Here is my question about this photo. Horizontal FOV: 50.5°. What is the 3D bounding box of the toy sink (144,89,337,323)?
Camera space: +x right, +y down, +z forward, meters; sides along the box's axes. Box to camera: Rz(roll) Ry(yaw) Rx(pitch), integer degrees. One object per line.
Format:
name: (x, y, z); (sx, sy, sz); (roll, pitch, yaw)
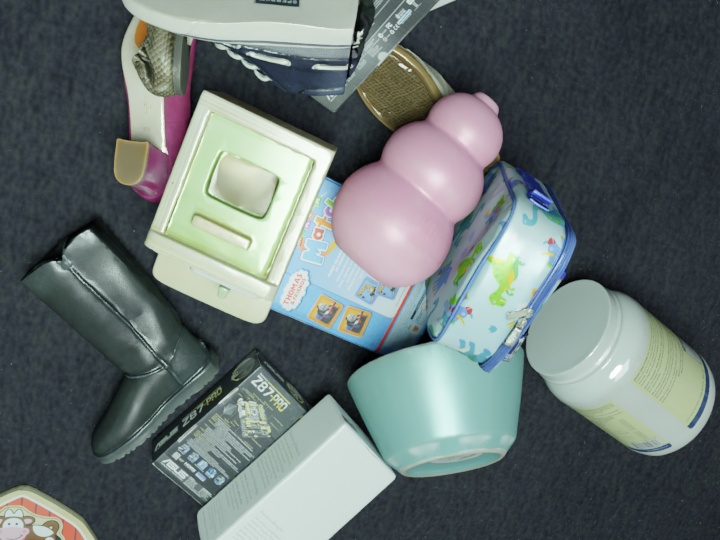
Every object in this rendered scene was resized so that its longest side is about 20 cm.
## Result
toy sink: (-0.118, -0.048, 0.720); (0.128, 0.112, 0.203); (24, 101, -5)

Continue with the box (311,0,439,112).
box: (-0.032, -0.243, 0.649); (0.157, 0.199, 0.049); (34, 57, -15)

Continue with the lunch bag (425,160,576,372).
lunch bag: (0.130, -0.013, 0.729); (0.081, 0.201, 0.162); (27, 110, -6)

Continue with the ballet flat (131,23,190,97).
ballet flat: (-0.166, -0.248, 0.652); (0.045, 0.067, 0.204); (3, 85, -3)

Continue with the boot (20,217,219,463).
boot: (-0.262, 0.074, 0.763); (0.164, 0.066, 0.201); (-42, 119, -9)

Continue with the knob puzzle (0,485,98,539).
knob puzzle: (-0.380, 0.333, 0.841); (0.215, 0.030, 0.224); (-5, 110, -15)

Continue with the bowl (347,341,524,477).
bowl: (0.089, 0.157, 0.820); (0.197, 0.107, 0.202); (-7, 156, -3)

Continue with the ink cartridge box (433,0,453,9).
ink cartridge box: (0.024, -0.326, 0.654); (0.085, 0.143, 0.201); (-51, 118, -26)

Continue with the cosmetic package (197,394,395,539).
cosmetic package: (-0.071, 0.245, 0.829); (0.199, 0.074, 0.102); (-41, 117, -3)

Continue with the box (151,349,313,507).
box: (-0.113, 0.214, 0.870); (0.161, 0.049, 0.200); (-40, 115, 2)

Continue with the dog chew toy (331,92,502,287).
dog chew toy: (0.062, -0.084, 0.736); (0.124, 0.125, 0.201); (37, 94, -25)

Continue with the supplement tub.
supplement tub: (0.307, 0.115, 0.908); (0.199, 0.145, 0.146); (34, 97, -24)

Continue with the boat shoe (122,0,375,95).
boat shoe: (-0.091, -0.190, 0.621); (0.196, 0.076, 0.093); (8, 152, -4)

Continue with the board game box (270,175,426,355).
board game box: (0.000, 0.000, 0.833); (0.198, 0.037, 0.153); (24, 100, -24)

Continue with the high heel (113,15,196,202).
high heel: (-0.181, -0.167, 0.723); (0.066, 0.096, 0.204); (6, 87, 8)

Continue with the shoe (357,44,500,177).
shoe: (0.066, -0.167, 0.790); (0.199, 0.054, 0.070); (40, 117, -21)
